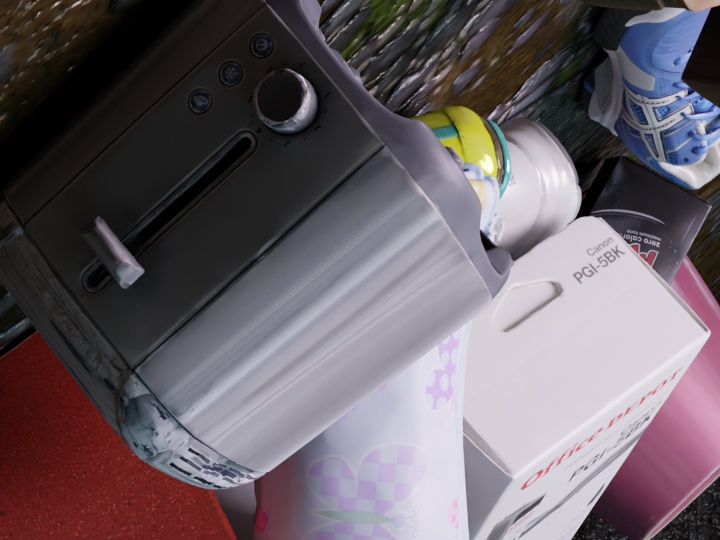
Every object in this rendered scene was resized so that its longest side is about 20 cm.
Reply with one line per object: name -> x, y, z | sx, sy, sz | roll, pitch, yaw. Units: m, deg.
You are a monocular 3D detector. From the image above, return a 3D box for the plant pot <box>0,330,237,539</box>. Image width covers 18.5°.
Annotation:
plant pot -> -0.128, 0.166, 0.832 | 0.200, 0.176, 0.200 | -37, 167, -25

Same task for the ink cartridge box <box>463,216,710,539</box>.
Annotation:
ink cartridge box -> 0.061, 0.087, 1.048 | 0.146, 0.083, 0.200 | -32, 159, -34

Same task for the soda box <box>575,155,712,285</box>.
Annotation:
soda box -> 0.128, 0.034, 1.295 | 0.201, 0.063, 0.071 | -62, -178, 1

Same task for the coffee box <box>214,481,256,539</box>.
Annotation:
coffee box -> -0.046, 0.134, 0.988 | 0.113, 0.080, 0.200 | -28, 155, -33

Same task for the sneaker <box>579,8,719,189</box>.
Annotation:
sneaker -> 0.159, -0.101, 1.069 | 0.076, 0.077, 0.200 | -39, 166, -7

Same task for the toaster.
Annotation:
toaster -> -0.033, -0.007, 0.706 | 0.129, 0.114, 0.200 | -39, 167, 1

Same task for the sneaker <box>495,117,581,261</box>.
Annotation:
sneaker -> 0.025, 0.008, 1.071 | 0.087, 0.075, 0.201 | -17, 145, -44

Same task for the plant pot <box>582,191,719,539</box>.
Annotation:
plant pot -> 0.165, 0.068, 1.418 | 0.200, 0.179, 0.200 | -41, 168, -11

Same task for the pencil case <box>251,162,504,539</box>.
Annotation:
pencil case -> 0.004, 0.053, 0.843 | 0.090, 0.201, 0.083 | 3, -176, -12

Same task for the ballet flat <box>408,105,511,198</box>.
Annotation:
ballet flat -> 0.000, 0.000, 0.974 | 0.067, 0.067, 0.200 | -9, 148, -30

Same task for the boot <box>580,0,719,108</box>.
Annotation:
boot -> 0.131, -0.158, 0.795 | 0.200, 0.073, 0.155 | 32, 79, -45
